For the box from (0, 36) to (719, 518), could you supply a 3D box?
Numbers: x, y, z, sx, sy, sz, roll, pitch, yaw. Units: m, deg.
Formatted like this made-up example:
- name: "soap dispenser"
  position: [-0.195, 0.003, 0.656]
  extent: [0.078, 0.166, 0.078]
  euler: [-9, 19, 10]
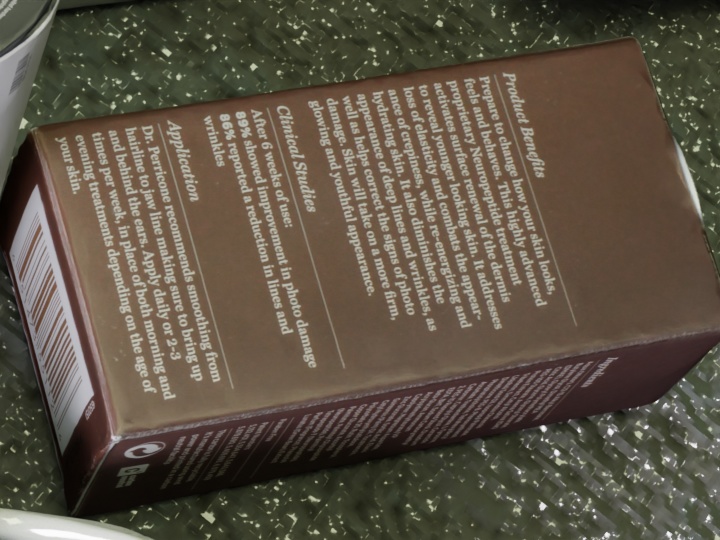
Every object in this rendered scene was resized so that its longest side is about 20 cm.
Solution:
- name: "box"
  position: [0.000, 0.000, 0.883]
  extent: [0.199, 0.075, 0.101]
  euler: [-10, 70, -20]

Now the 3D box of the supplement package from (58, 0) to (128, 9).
- name: "supplement package"
  position: [-0.136, -0.148, 0.877]
  extent: [0.199, 0.117, 0.118]
  euler: [-9, 68, -22]

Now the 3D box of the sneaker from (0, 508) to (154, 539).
- name: "sneaker"
  position: [-0.051, 0.112, 0.813]
  extent: [0.199, 0.080, 0.071]
  euler: [16, 62, -13]

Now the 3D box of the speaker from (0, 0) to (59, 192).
- name: "speaker"
  position: [-0.128, -0.048, 0.789]
  extent: [0.081, 0.200, 0.082]
  euler: [4, 70, -12]
